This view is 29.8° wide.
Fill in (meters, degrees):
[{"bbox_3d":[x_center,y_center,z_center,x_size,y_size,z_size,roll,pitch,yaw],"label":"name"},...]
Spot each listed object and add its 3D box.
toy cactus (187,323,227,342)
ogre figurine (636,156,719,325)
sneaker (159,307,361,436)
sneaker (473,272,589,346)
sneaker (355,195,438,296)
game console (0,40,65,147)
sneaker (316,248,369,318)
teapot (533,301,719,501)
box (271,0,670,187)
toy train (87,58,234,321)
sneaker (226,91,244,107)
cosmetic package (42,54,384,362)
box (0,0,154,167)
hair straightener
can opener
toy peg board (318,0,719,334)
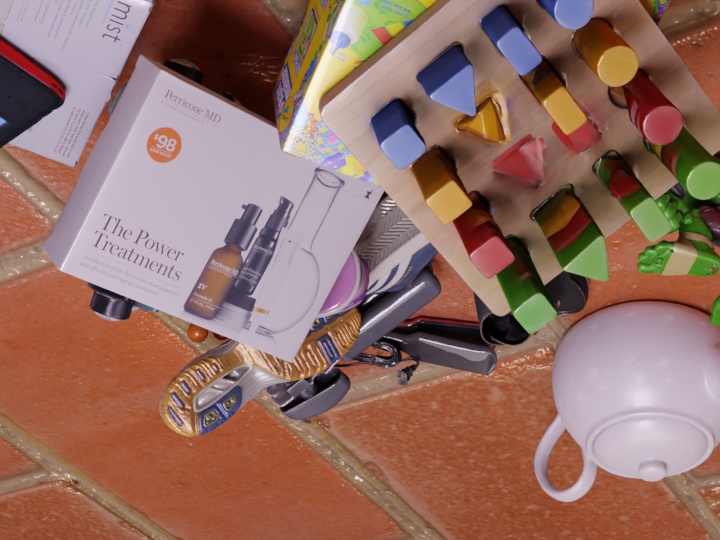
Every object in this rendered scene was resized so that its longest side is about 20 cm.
[{"bbox_3d":[-0.081,0.012,1.251,0.164,0.103,0.200,18,133,-31],"label":"toy cactus"},{"bbox_3d":[0.286,-0.036,1.100,0.199,0.121,0.098,25,143,-21],"label":"ogre figurine"},{"bbox_3d":[-0.095,0.076,1.225,0.199,0.076,0.088,-27,-175,-10],"label":"sneaker"},{"bbox_3d":[0.146,0.029,1.195,0.074,0.107,0.200,-20,150,29],"label":"sneaker"},{"bbox_3d":[0.000,0.000,1.172,0.199,0.075,0.085,-28,151,-8],"label":"sneaker"},{"bbox_3d":[-0.339,-0.133,0.986,0.199,0.031,0.177,-24,131,37],"label":"game console"},{"bbox_3d":[-0.077,0.005,1.092,0.199,0.081,0.088,3,178,25],"label":"sneaker"},{"bbox_3d":[0.273,0.136,1.303,0.196,0.147,0.201,4,143,4],"label":"teapot"},{"bbox_3d":[0.067,-0.151,0.920,0.199,0.122,0.194,19,112,-16],"label":"box"},{"bbox_3d":[-0.152,-0.059,1.027,0.085,0.202,0.114,18,-175,12],"label":"toy train"},{"bbox_3d":[-0.128,-0.045,1.148,0.118,0.074,0.200,47,134,3],"label":"sneaker"},{"bbox_3d":[-0.099,-0.039,0.952,0.199,0.052,0.152,24,96,-34],"label":"cosmetic package"},{"bbox_3d":[-0.254,-0.192,0.993,0.175,0.097,0.200,19,141,-17],"label":"box"},{"bbox_3d":[0.036,0.072,1.312,0.198,0.077,0.041,12,128,-3],"label":"hair straightener"},{"bbox_3d":[-0.003,0.067,1.272,0.199,0.053,0.067,-37,129,11],"label":"can opener"},{"bbox_3d":[0.114,-0.079,0.840,0.200,0.098,0.199,-38,115,11],"label":"toy peg board"}]
